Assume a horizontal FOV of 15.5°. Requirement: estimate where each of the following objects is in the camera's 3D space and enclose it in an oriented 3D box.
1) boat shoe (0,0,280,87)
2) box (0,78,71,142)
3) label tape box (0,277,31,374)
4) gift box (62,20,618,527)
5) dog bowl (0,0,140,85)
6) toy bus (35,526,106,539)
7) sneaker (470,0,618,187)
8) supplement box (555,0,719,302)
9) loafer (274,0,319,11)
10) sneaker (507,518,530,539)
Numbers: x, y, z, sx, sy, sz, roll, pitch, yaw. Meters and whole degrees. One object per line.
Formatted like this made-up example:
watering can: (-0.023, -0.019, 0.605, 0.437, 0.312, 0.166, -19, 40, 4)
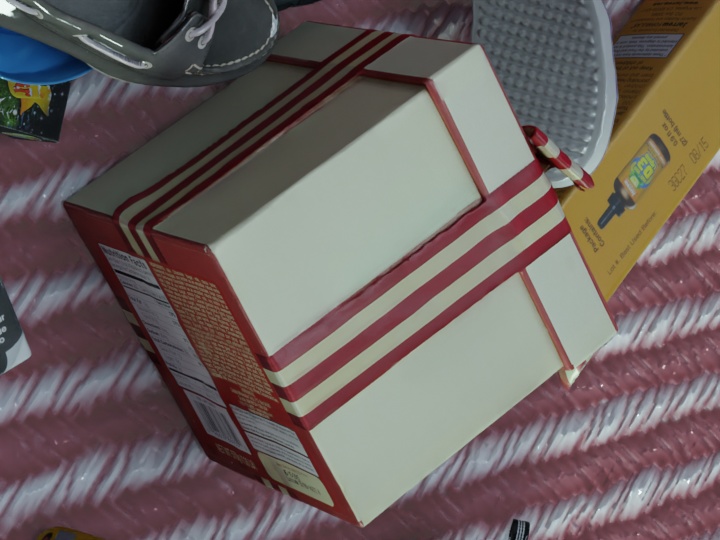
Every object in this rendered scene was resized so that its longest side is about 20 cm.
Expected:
boat shoe: (-0.105, -0.119, 1.118, 0.199, 0.057, 0.067, 14, 86, -39)
box: (-0.179, -0.170, 1.178, 0.136, 0.038, 0.201, 14, 86, -38)
label tape box: (-0.241, -0.016, 1.098, 0.144, 0.063, 0.201, -33, 124, -23)
gift box: (0.000, 0.000, 1.254, 0.187, 0.184, 0.200, -38, 120, -20)
dog bowl: (-0.143, -0.181, 1.150, 0.111, 0.049, 0.201, 14, 86, -39)
toy bus: (-0.078, 0.202, 1.268, 0.200, 0.078, 0.065, 41, 69, -34)
sneaker: (0.102, -0.124, 1.342, 0.114, 0.072, 0.201, 35, 42, -59)
supplement box: (0.146, -0.070, 1.429, 0.200, 0.069, 0.067, -52, 122, -24)
loafer: (-0.035, -0.157, 1.273, 0.200, 0.070, 0.068, -20, 107, -35)
sneaker: (0.051, 0.219, 1.317, 0.075, 0.114, 0.201, 17, 54, -5)
